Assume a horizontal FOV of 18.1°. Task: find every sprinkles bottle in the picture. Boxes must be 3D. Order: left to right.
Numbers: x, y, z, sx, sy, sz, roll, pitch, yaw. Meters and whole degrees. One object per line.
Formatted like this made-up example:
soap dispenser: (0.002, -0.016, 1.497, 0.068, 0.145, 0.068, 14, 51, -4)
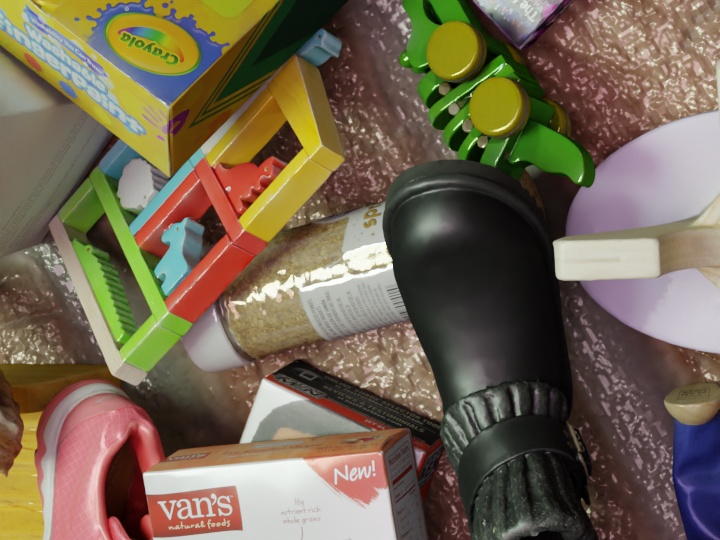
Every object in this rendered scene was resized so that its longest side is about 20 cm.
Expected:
sprinkles bottle: (0.000, 0.000, 1.196, 0.199, 0.068, 0.069, -15, 94, 18)

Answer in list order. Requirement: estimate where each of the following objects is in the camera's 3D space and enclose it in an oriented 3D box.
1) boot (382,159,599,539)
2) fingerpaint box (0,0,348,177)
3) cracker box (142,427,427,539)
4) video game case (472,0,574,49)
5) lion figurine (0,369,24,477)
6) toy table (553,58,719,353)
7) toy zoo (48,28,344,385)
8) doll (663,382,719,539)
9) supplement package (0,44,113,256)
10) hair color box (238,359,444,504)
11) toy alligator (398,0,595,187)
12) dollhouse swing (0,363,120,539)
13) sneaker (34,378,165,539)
boot: (0.066, 0.065, 1.096, 0.079, 0.158, 0.212, -12, 132, 15)
fingerpaint box: (-0.116, -0.173, 1.148, 0.200, 0.073, 0.167, 37, 66, 14)
cracker box: (-0.029, 0.189, 1.176, 0.133, 0.058, 0.201, -7, 96, 18)
video game case: (0.078, -0.247, 1.149, 0.200, 0.036, 0.181, 46, 108, 6)
lion figurine: (-0.247, 0.023, 1.200, 0.072, 0.122, 0.200, -43, 45, 16)
toy table: (0.192, -0.013, 1.108, 0.199, 0.117, 0.185, -14, 93, 17)
toy zoo: (-0.081, -0.052, 1.195, 0.200, 0.020, 0.131, -47, 44, 17)
doll: (0.201, 0.158, 1.168, 0.136, 0.048, 0.201, -10, 98, 7)
supplement package: (-0.223, -0.077, 1.182, 0.117, 0.200, 0.117, 39, 107, 8)
hair color box: (-0.034, 0.162, 1.235, 0.101, 0.061, 0.201, 23, 104, 13)
toy alligator: (0.047, -0.104, 1.156, 0.054, 0.059, 0.200, -44, 64, 17)
dollhouse swing: (-0.229, 0.165, 1.236, 0.181, 0.176, 0.201, -1, 97, 17)
sneaker: (-0.138, 0.162, 1.211, 0.087, 0.073, 0.201, 6, 98, 61)
